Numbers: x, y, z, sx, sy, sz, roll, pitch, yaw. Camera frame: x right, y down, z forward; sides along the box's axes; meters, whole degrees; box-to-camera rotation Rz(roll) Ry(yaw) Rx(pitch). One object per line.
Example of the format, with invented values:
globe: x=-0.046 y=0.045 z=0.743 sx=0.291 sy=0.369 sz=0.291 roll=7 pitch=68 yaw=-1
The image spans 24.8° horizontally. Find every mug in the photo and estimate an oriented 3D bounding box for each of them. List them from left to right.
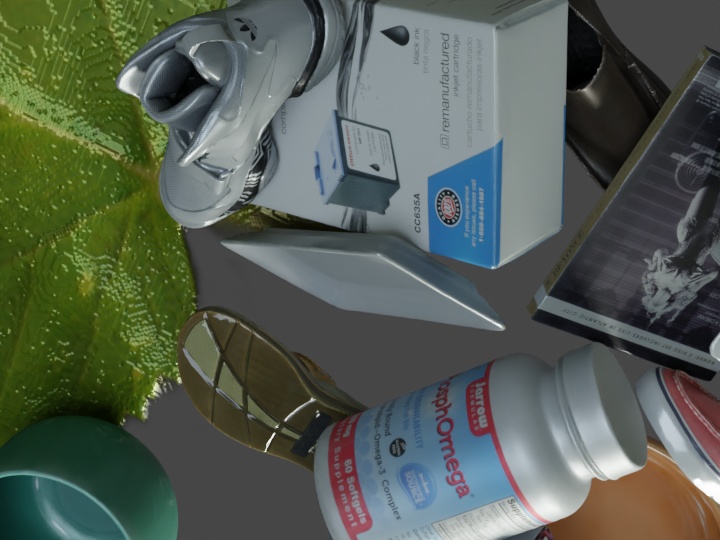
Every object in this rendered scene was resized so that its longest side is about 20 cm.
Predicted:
mug: x=-0.221 y=0.191 z=1.195 sx=0.184 sy=0.115 sz=0.153 roll=-30 pitch=103 yaw=25

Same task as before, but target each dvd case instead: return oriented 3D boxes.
dvd case: x=0.213 y=-0.028 z=1.006 sx=0.147 sy=0.016 sz=0.201 roll=18 pitch=119 yaw=-25

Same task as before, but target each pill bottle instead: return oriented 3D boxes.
pill bottle: x=0.077 y=0.119 z=1.053 sx=0.198 sy=0.109 sz=0.110 roll=-24 pitch=105 yaw=22

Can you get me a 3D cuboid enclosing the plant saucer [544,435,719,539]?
plant saucer: x=0.161 y=0.191 z=1.137 sx=0.198 sy=0.038 sz=0.202 roll=6 pitch=115 yaw=12

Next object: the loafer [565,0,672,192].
loafer: x=0.135 y=-0.110 z=0.995 sx=0.073 sy=0.071 sz=0.201 roll=-34 pitch=101 yaw=25

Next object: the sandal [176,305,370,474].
sandal: x=-0.044 y=0.091 z=1.144 sx=0.199 sy=0.054 sz=0.081 roll=33 pitch=114 yaw=-17

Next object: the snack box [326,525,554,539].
snack box: x=0.069 y=0.249 z=1.136 sx=0.199 sy=0.053 sz=0.143 roll=-9 pitch=114 yaw=44

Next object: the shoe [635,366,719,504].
shoe: x=0.270 y=0.118 z=1.059 sx=0.091 sy=0.072 sz=0.200 roll=-38 pitch=107 yaw=24

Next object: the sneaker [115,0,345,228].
sneaker: x=-0.095 y=-0.087 z=0.948 sx=0.075 sy=0.114 sz=0.200 roll=50 pitch=134 yaw=13

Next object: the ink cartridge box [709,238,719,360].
ink cartridge box: x=0.288 y=-0.023 z=0.955 sx=0.115 sy=0.068 sz=0.201 roll=28 pitch=104 yaw=-17

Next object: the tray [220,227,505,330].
tray: x=0.000 y=0.000 z=1.025 sx=0.107 sy=0.199 sz=0.022 roll=31 pitch=77 yaw=-29

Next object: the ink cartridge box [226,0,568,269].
ink cartridge box: x=0.020 y=-0.100 z=0.983 sx=0.198 sy=0.086 sz=0.148 roll=15 pitch=118 yaw=34
